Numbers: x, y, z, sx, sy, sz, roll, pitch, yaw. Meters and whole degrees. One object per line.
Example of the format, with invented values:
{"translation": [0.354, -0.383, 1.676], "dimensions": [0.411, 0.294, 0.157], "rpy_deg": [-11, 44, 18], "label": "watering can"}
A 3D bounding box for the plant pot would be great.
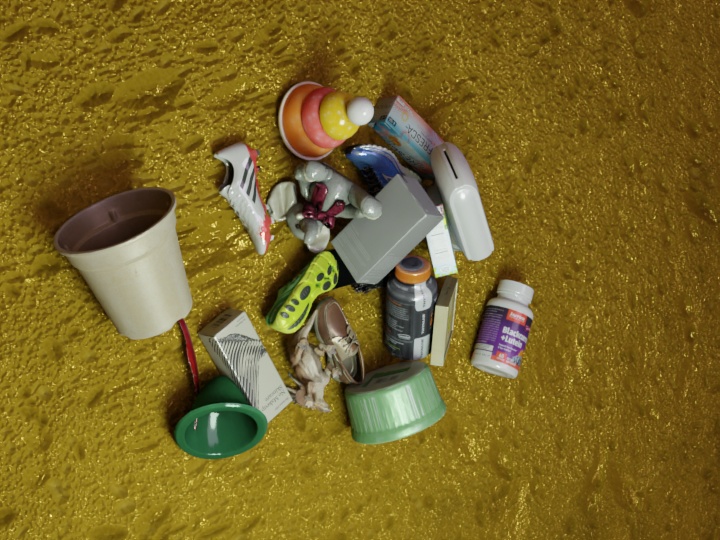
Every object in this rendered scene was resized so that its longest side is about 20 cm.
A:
{"translation": [-0.358, -0.002, 1.421], "dimensions": [0.199, 0.199, 0.186], "rpy_deg": [-35, 125, -31], "label": "plant pot"}

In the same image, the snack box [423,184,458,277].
{"translation": [0.154, -0.083, 1.820], "dimensions": [0.052, 0.200, 0.145], "rpy_deg": [-12, 105, 5], "label": "snack box"}

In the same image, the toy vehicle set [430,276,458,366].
{"translation": [0.175, 0.102, 1.852], "dimensions": [0.200, 0.026, 0.127], "rpy_deg": [-54, 149, -70], "label": "toy vehicle set"}

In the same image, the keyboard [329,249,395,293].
{"translation": [0.000, 0.000, 1.803], "dimensions": [0.197, 0.039, 0.106], "rpy_deg": [-15, 79, -36], "label": "keyboard"}

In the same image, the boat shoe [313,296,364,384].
{"translation": [-0.032, 0.138, 1.724], "dimensions": [0.076, 0.071, 0.203], "rpy_deg": [-41, 131, -30], "label": "boat shoe"}

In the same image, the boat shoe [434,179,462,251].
{"translation": [0.207, -0.143, 1.931], "dimensions": [0.073, 0.064, 0.207], "rpy_deg": [-8, 97, -38], "label": "boat shoe"}

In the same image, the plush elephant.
{"translation": [-0.081, -0.114, 1.656], "dimensions": [0.163, 0.200, 0.156], "rpy_deg": [30, 97, -22], "label": "plush elephant"}

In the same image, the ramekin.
{"translation": [0.063, 0.254, 1.760], "dimensions": [0.198, 0.198, 0.100], "rpy_deg": [-23, 99, -35], "label": "ramekin"}

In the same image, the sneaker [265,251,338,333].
{"translation": [-0.113, 0.033, 1.674], "dimensions": [0.201, 0.083, 0.075], "rpy_deg": [-50, 125, -35], "label": "sneaker"}

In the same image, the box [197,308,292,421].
{"translation": [-0.207, 0.174, 1.614], "dimensions": [0.082, 0.068, 0.202], "rpy_deg": [-40, 115, -29], "label": "box"}

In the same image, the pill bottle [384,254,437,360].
{"translation": [0.101, 0.071, 1.791], "dimensions": [0.105, 0.106, 0.203], "rpy_deg": [-26, 132, -34], "label": "pill bottle"}

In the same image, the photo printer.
{"translation": [0.198, -0.143, 1.766], "dimensions": [0.068, 0.168, 0.202], "rpy_deg": [-20, 131, 4], "label": "photo printer"}

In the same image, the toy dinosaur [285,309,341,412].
{"translation": [-0.103, 0.180, 1.672], "dimensions": [0.084, 0.135, 0.204], "rpy_deg": [-12, 92, -27], "label": "toy dinosaur"}

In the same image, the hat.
{"translation": [-0.255, 0.208, 1.593], "dimensions": [0.162, 0.202, 0.178], "rpy_deg": [0, 48, -17], "label": "hat"}

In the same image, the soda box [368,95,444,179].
{"translation": [0.107, -0.271, 1.845], "dimensions": [0.199, 0.063, 0.069], "rpy_deg": [39, 69, -33], "label": "soda box"}

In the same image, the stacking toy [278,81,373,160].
{"translation": [-0.047, -0.279, 1.633], "dimensions": [0.144, 0.198, 0.150], "rpy_deg": [-3, 95, -37], "label": "stacking toy"}

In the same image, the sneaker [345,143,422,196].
{"translation": [0.043, -0.185, 1.790], "dimensions": [0.199, 0.078, 0.091], "rpy_deg": [32, 71, -36], "label": "sneaker"}

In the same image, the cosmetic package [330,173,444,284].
{"translation": [0.050, -0.077, 1.701], "dimensions": [0.108, 0.199, 0.090], "rpy_deg": [57, 23, 20], "label": "cosmetic package"}

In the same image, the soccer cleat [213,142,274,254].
{"translation": [-0.211, -0.126, 1.600], "dimensions": [0.084, 0.068, 0.204], "rpy_deg": [-13, 98, -28], "label": "soccer cleat"}

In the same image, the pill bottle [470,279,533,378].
{"translation": [0.326, 0.130, 2.014], "dimensions": [0.110, 0.110, 0.204], "rpy_deg": [26, 77, -36], "label": "pill bottle"}
